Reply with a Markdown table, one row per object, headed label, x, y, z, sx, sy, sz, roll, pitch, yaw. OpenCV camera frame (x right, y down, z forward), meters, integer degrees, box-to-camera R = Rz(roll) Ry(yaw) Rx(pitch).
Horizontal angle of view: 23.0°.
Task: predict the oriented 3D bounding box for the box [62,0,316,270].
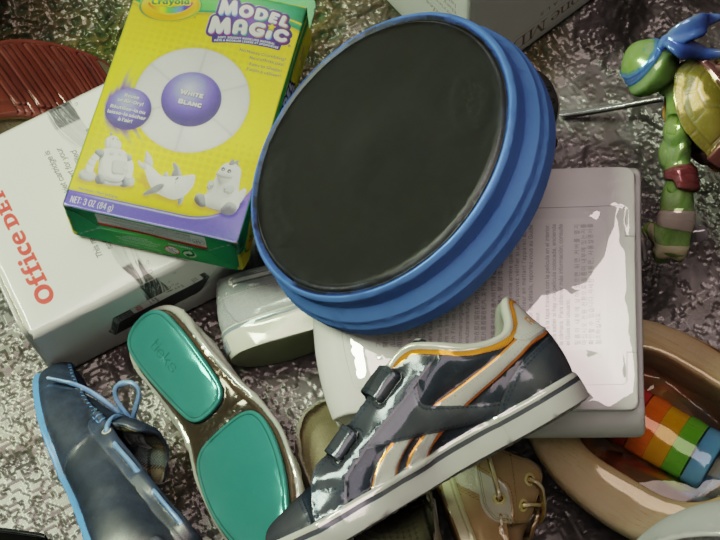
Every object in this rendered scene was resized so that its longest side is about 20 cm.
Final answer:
| label | x | y | z | sx | sy | sz | roll | pitch | yaw |
| --- | --- | --- | --- | --- | --- | --- | --- | --- | --- |
| box | -0.104 | -0.108 | 1.133 | 0.117 | 0.048 | 0.201 | 12 | 65 | 6 |

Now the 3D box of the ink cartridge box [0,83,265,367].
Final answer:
| label | x | y | z | sx | sy | sz | roll | pitch | yaw |
| --- | --- | --- | --- | --- | --- | --- | --- | --- | --- |
| ink cartridge box | -0.153 | -0.043 | 1.177 | 0.199 | 0.084 | 0.145 | -26 | 68 | -10 |

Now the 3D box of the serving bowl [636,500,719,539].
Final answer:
| label | x | y | z | sx | sy | sz | roll | pitch | yaw |
| --- | --- | --- | --- | --- | --- | --- | --- | --- | --- |
| serving bowl | 0.241 | 0.199 | 1.004 | 0.199 | 0.201 | 0.066 | 23 | 46 | 12 |

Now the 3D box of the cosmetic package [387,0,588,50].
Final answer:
| label | x | y | z | sx | sy | sz | roll | pitch | yaw |
| --- | --- | --- | --- | --- | --- | --- | --- | --- | --- |
| cosmetic package | 0.085 | -0.272 | 1.200 | 0.167 | 0.200 | 0.166 | -37 | 69 | -12 |

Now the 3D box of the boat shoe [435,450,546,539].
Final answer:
| label | x | y | z | sx | sy | sz | roll | pitch | yaw |
| --- | --- | --- | --- | --- | --- | --- | --- | --- | --- |
| boat shoe | 0.081 | 0.134 | 1.094 | 0.066 | 0.074 | 0.201 | -20 | 67 | 0 |

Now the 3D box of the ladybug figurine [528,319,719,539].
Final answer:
| label | x | y | z | sx | sy | sz | roll | pitch | yaw |
| --- | --- | --- | --- | --- | --- | --- | --- | --- | --- |
| ladybug figurine | 0.188 | 0.111 | 1.098 | 0.200 | 0.072 | 0.136 | 34 | 69 | 17 |

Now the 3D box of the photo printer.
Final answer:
| label | x | y | z | sx | sy | sz | roll | pitch | yaw |
| --- | --- | --- | --- | --- | --- | --- | --- | --- | --- |
| photo printer | 0.071 | 0.020 | 1.068 | 0.199 | 0.069 | 0.167 | -2 | 70 | 9 |

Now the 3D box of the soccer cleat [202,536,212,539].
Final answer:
| label | x | y | z | sx | sy | sz | roll | pitch | yaw |
| --- | --- | --- | --- | --- | --- | --- | --- | --- | --- |
| soccer cleat | -0.062 | 0.202 | 1.069 | 0.199 | 0.070 | 0.087 | -5 | 80 | 3 |

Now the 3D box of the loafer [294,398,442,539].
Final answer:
| label | x | y | z | sx | sy | sz | roll | pitch | yaw |
| --- | --- | --- | --- | --- | --- | --- | --- | --- | --- |
| loafer | 0.012 | 0.138 | 1.068 | 0.075 | 0.069 | 0.200 | -12 | 41 | -16 |

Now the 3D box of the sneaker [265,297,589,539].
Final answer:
| label | x | y | z | sx | sy | sz | roll | pitch | yaw |
| --- | --- | --- | --- | --- | --- | --- | --- | --- | --- |
| sneaker | 0.023 | 0.089 | 0.983 | 0.200 | 0.078 | 0.080 | -31 | 84 | -7 |

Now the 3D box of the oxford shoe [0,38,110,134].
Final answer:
| label | x | y | z | sx | sy | sz | roll | pitch | yaw |
| --- | --- | --- | --- | --- | --- | --- | --- | --- | --- |
| oxford shoe | -0.252 | -0.105 | 1.202 | 0.199 | 0.075 | 0.071 | -13 | 58 | -39 |

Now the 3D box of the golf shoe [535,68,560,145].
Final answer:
| label | x | y | z | sx | sy | sz | roll | pitch | yaw |
| --- | --- | --- | --- | --- | --- | --- | --- | --- | --- |
| golf shoe | 0.093 | -0.104 | 1.136 | 0.094 | 0.200 | 0.078 | -15 | 92 | -20 |

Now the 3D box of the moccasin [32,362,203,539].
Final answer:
| label | x | y | z | sx | sy | sz | roll | pitch | yaw |
| --- | --- | --- | --- | --- | --- | --- | --- | --- | --- |
| moccasin | -0.146 | 0.124 | 1.092 | 0.068 | 0.081 | 0.200 | -30 | 47 | -4 |

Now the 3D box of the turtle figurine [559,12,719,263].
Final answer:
| label | x | y | z | sx | sy | sz | roll | pitch | yaw |
| --- | --- | --- | --- | --- | --- | --- | --- | --- | --- |
| turtle figurine | 0.227 | -0.065 | 1.165 | 0.193 | 0.200 | 0.144 | 31 | 25 | -9 |

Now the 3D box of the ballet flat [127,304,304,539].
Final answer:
| label | x | y | z | sx | sy | sz | roll | pitch | yaw |
| --- | --- | --- | --- | --- | --- | --- | --- | --- | --- |
| ballet flat | -0.079 | 0.103 | 1.112 | 0.069 | 0.070 | 0.200 | -30 | 59 | -10 |

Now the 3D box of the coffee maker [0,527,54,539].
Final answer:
| label | x | y | z | sx | sy | sz | roll | pitch | yaw |
| --- | --- | --- | --- | --- | --- | --- | --- | --- | --- |
| coffee maker | -0.225 | 0.250 | 0.997 | 0.134 | 0.192 | 0.201 | -19 | 64 | 12 |

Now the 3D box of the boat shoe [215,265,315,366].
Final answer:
| label | x | y | z | sx | sy | sz | roll | pitch | yaw |
| --- | --- | --- | --- | --- | --- | --- | --- | --- | --- |
| boat shoe | 0.000 | 0.000 | 1.157 | 0.200 | 0.070 | 0.072 | -18 | 72 | -1 |

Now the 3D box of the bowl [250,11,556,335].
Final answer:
| label | x | y | z | sx | sy | sz | roll | pitch | yaw |
| --- | --- | --- | --- | --- | --- | --- | --- | --- | --- |
| bowl | 0.018 | -0.061 | 1.037 | 0.200 | 0.039 | 0.201 | -20 | 54 | 30 |
